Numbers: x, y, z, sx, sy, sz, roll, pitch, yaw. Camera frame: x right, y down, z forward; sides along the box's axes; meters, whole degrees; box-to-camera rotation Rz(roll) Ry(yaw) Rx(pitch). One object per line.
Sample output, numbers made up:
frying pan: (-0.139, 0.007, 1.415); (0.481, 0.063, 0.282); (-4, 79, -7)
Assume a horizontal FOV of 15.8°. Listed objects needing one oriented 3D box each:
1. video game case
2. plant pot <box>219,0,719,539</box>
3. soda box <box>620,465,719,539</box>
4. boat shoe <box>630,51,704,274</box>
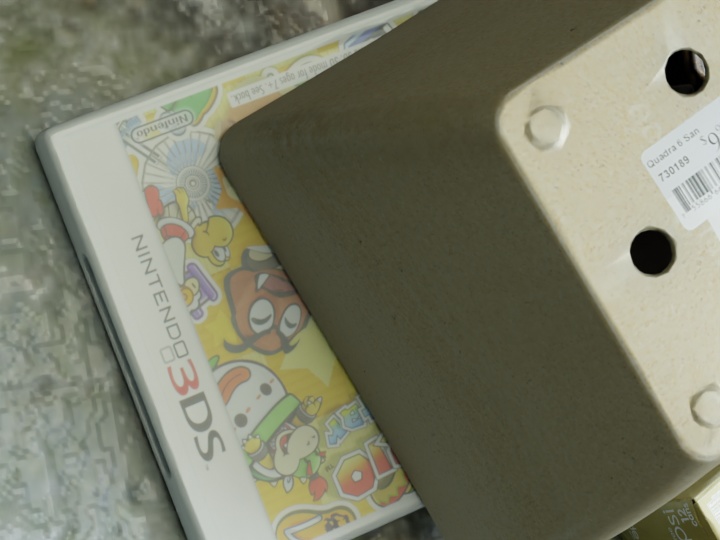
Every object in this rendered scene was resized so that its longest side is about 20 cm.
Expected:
video game case: (0.000, 0.000, 0.986); (0.199, 0.023, 0.183); (-22, 92, -21)
plant pot: (0.100, -0.019, 0.914); (0.199, 0.177, 0.201); (-33, 96, -17)
soda box: (0.197, 0.066, 1.061); (0.200, 0.068, 0.064); (-35, 98, -27)
boat shoe: (0.107, -0.070, 1.043); (0.071, 0.059, 0.201); (-6, 84, -27)
